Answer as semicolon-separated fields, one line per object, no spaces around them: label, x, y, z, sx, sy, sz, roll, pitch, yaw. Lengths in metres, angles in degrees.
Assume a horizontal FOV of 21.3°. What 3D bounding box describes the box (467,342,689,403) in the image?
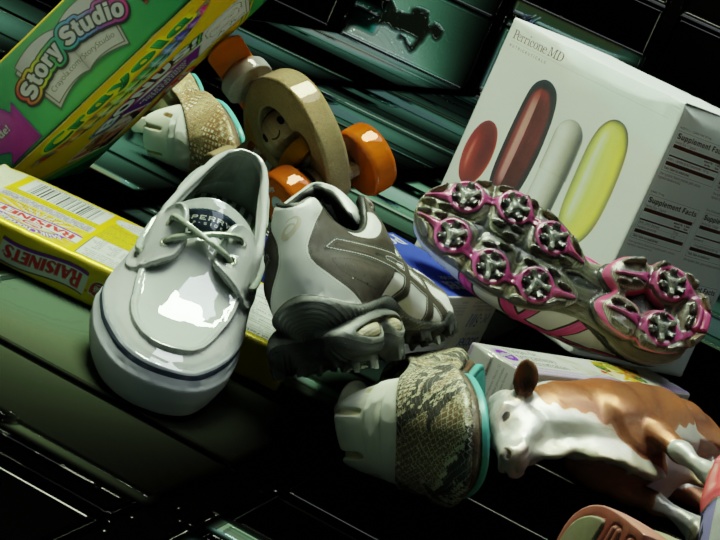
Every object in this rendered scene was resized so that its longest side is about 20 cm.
box;0.129;0.076;1.155;0.039;0.042;0.199;30;13;37

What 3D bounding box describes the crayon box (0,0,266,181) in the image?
crayon box;-0.143;-0.135;1.153;0.058;0.200;0.173;48;13;0

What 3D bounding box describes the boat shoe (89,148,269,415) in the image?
boat shoe;-0.083;-0.005;0.926;0.073;0.067;0.200;19;24;-8

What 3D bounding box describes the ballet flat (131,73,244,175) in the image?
ballet flat;-0.137;-0.105;1.439;0.065;0.071;0.200;-8;18;-16

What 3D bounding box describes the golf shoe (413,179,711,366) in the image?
golf shoe;0.119;0.012;1.227;0.199;0.073;0.092;26;-24;-5

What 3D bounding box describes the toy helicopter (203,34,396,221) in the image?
toy helicopter;-0.067;-0.084;1.267;0.133;0.079;0.200;60;-25;-4

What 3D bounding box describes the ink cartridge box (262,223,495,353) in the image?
ink cartridge box;0.003;0.013;1.178;0.094;0.044;0.200;31;12;24

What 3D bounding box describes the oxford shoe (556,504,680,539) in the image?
oxford shoe;0.152;0.153;0.762;0.074;0.071;0.200;21;11;-28

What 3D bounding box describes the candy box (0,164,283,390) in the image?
candy box;-0.120;0.001;1.013;0.199;0.027;0.102;25;16;3

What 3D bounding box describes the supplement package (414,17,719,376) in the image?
supplement package;0.182;-0.056;1.476;0.147;0.201;0.191;13;15;-45

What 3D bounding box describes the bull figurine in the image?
bull figurine;0.151;0.099;1.032;0.121;0.065;0.200;34;16;31

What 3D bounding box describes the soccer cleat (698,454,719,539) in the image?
soccer cleat;0.235;0.155;0.976;0.066;0.077;0.200;5;-25;48

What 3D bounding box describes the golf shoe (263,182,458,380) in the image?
golf shoe;0.000;0.000;0.973;0.077;0.095;0.200;-12;-1;10

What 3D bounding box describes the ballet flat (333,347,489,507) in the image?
ballet flat;0.024;0.072;0.921;0.075;0.068;0.200;2;4;3
